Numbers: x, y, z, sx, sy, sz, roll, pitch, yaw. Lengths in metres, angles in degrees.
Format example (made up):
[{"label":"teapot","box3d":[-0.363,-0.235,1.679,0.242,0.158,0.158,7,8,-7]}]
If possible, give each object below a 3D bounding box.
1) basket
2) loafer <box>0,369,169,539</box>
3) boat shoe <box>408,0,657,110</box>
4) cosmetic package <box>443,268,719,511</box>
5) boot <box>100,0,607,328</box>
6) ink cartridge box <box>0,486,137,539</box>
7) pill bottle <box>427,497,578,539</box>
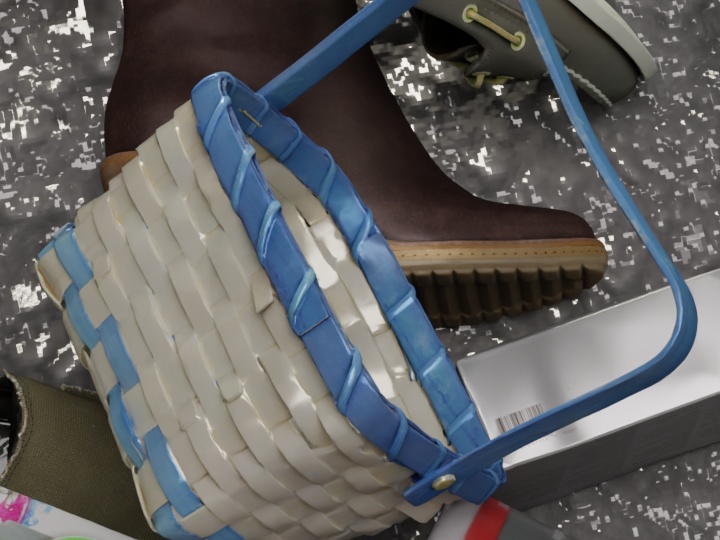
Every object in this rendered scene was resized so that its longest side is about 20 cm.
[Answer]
[{"label":"basket","box3d":[0.000,0.000,1.031,0.200,0.139,0.177,-33,63,17]},{"label":"loafer","box3d":[-0.119,0.080,1.109,0.199,0.070,0.076,4,71,-2]},{"label":"boat shoe","box3d":[0.042,-0.109,1.143,0.060,0.201,0.072,-54,45,4]},{"label":"cosmetic package","box3d":[0.132,0.034,1.135,0.199,0.083,0.051,-19,71,-10]},{"label":"boot","box3d":[-0.003,-0.065,1.165,0.199,0.072,0.167,1,70,-5]},{"label":"ink cartridge box","box3d":[-0.163,0.166,1.015,0.199,0.146,0.147,20,46,3]},{"label":"pill bottle","box3d":[0.101,0.171,1.069,0.199,0.114,0.114,26,71,5]}]
